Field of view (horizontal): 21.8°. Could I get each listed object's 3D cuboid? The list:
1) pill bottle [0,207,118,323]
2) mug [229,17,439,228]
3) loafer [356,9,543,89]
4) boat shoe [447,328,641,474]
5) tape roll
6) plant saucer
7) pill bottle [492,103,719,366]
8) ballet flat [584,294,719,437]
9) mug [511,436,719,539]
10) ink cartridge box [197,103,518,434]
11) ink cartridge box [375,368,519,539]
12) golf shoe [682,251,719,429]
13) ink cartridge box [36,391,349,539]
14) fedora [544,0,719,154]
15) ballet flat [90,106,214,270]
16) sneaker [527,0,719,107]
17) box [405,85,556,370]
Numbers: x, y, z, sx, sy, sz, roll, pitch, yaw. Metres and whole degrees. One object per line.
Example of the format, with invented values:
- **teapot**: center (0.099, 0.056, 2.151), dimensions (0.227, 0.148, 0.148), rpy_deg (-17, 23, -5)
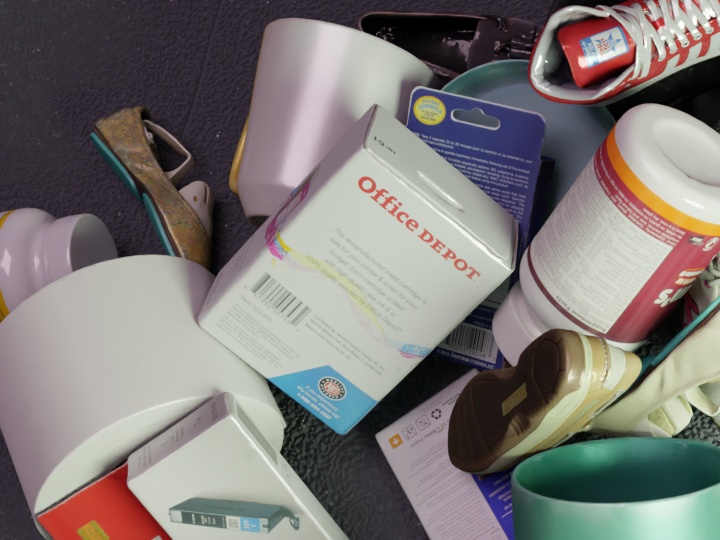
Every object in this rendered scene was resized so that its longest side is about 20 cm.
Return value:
- **pill bottle**: center (-0.311, 0.009, 1.592), dimensions (0.199, 0.112, 0.113), rpy_deg (-9, 64, 21)
- **mug**: center (-0.029, -0.096, 1.511), dimensions (0.149, 0.187, 0.154), rpy_deg (17, 78, 0)
- **loafer**: center (0.086, -0.176, 1.520), dimensions (0.199, 0.063, 0.072), rpy_deg (9, 72, 28)
- **boat shoe**: center (0.128, 0.099, 1.301), dimensions (0.200, 0.076, 0.072), rpy_deg (141, 131, -61)
- **tape roll**: center (-0.175, 0.104, 1.434), dimensions (0.202, 0.203, 0.139), rpy_deg (-32, 58, 9)
- **plant saucer**: center (0.122, -0.061, 1.434), dimensions (0.200, 0.027, 0.201), rpy_deg (2, 95, 31)
- **pill bottle**: center (0.180, -0.011, 1.315), dimensions (0.200, 0.109, 0.110), rpy_deg (-57, 50, 35)
- **ballet flat**: center (0.218, 0.083, 1.310), dimensions (0.200, 0.069, 0.070), rpy_deg (-45, 44, 52)
- **mug**: center (0.193, 0.183, 1.245), dimensions (0.152, 0.184, 0.115), rpy_deg (-161, 64, -67)
- **ink cartridge box**: center (0.000, 0.000, 1.381), dimensions (0.200, 0.144, 0.085), rpy_deg (-45, 13, 27)
- **ink cartridge box**: center (0.095, 0.177, 1.376), dimensions (0.095, 0.037, 0.200), rpy_deg (-34, 56, 7)
- **golf shoe**: center (0.261, 0.018, 1.336), dimensions (0.072, 0.092, 0.201), rpy_deg (-8, 67, 18)
- **ink cartridge box**: center (-0.109, 0.213, 1.366), dimensions (0.176, 0.200, 0.045), rpy_deg (-34, 22, 8)
- **fedora**: center (0.238, -0.162, 1.413), dimensions (0.200, 0.091, 0.201), rpy_deg (9, 106, 36)
- **ballet flat**: center (-0.163, -0.068, 1.590), dimensions (0.071, 0.071, 0.200), rpy_deg (-39, 58, 5)
- **sneaker**: center (0.206, -0.172, 1.295), dimensions (0.200, 0.112, 0.071), rpy_deg (-32, 80, 27)
- **box**: center (0.080, -0.032, 1.427), dimensions (0.121, 0.032, 0.201), rpy_deg (16, 104, 29)
